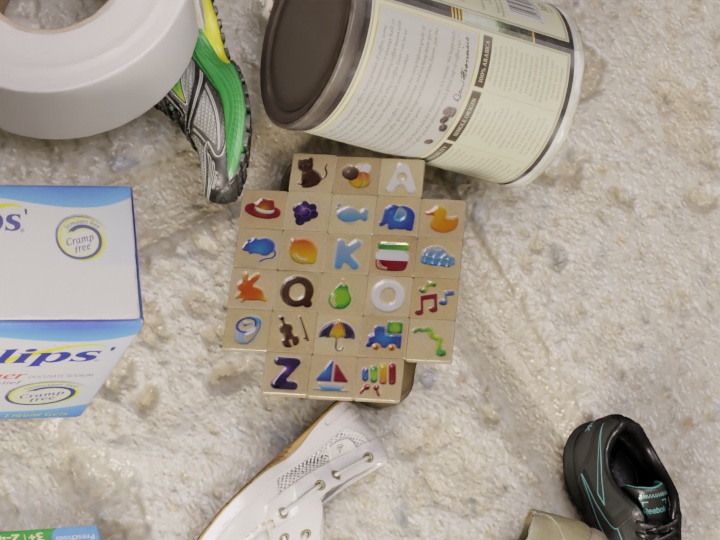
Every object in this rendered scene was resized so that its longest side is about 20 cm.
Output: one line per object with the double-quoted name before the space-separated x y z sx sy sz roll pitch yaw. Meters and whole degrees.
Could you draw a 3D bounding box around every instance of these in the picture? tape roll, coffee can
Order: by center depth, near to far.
"tape roll" -0.216 -0.198 1.729 0.202 0.071 0.203 -1 63 3
"coffee can" 0.045 -0.154 1.782 0.200 0.146 0.147 14 65 -27

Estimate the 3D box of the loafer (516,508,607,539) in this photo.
"loafer" 0.100 0.252 1.704 0.068 0.076 0.200 36 62 5

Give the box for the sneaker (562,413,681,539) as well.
"sneaker" 0.202 0.201 1.757 0.075 0.079 0.201 -12 75 -24

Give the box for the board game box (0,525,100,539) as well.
"board game box" -0.227 0.259 1.560 0.151 0.037 0.200 -2 47 -21

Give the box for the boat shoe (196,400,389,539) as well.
"boat shoe" -0.052 0.172 1.679 0.069 0.071 0.200 45 61 4

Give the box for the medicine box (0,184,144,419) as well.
"medicine box" -0.257 0.024 1.591 0.182 0.200 0.103 -1 69 -20

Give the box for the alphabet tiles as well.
"alphabet tiles" -0.011 0.003 1.726 0.166 0.006 0.201 3 61 7

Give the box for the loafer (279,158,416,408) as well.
"loafer" 0.000 0.000 1.769 0.076 0.067 0.200 -17 76 -25

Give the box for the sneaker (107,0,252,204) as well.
"sneaker" -0.134 -0.133 1.777 0.085 0.078 0.200 -14 64 -15

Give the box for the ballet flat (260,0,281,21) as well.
"ballet flat" -0.025 -0.262 1.874 0.072 0.072 0.200 43 63 1
